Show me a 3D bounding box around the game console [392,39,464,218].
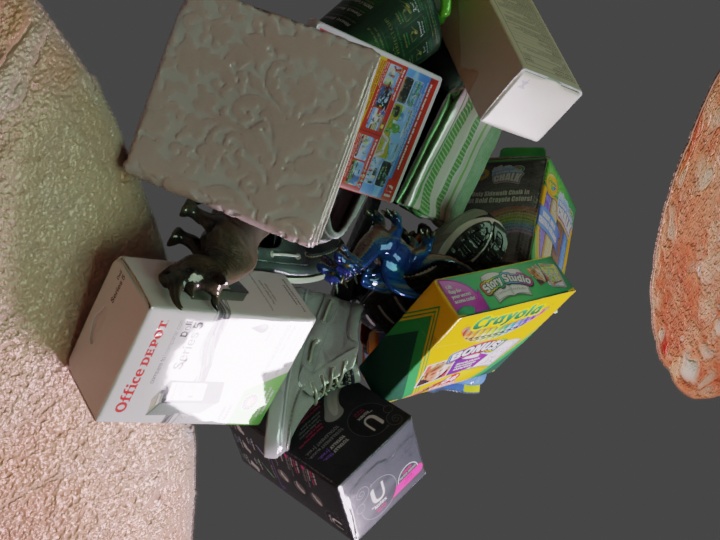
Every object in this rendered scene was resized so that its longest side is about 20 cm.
[{"bbox_3d":[0.063,-0.178,1.446,0.201,0.116,0.176,-63,172,3],"label":"game console"}]

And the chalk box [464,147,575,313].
[{"bbox_3d":[0.190,-0.063,1.552,0.124,0.123,0.202,50,49,-50],"label":"chalk box"}]

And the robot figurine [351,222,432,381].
[{"bbox_3d":[0.052,0.040,1.531,0.144,0.058,0.202,-27,131,-39],"label":"robot figurine"}]

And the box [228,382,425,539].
[{"bbox_3d":[-0.042,0.190,1.396,0.122,0.199,0.107,-40,137,-26],"label":"box"}]

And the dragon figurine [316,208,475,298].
[{"bbox_3d":[0.037,-0.002,1.331,0.199,0.059,0.100,29,73,-40],"label":"dragon figurine"}]

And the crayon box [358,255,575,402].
[{"bbox_3d":[0.121,0.067,1.404,0.199,0.059,0.173,-11,152,-42],"label":"crayon box"}]

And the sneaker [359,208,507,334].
[{"bbox_3d":[0.082,0.002,1.436,0.199,0.079,0.074,-36,114,10],"label":"sneaker"}]

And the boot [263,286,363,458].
[{"bbox_3d":[-0.047,0.114,1.345,0.074,0.095,0.202,104,-4,-63],"label":"boot"}]

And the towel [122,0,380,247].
[{"bbox_3d":[-0.100,-0.144,1.148,0.032,0.198,0.193,-26,137,-81],"label":"towel"}]

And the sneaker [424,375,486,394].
[{"bbox_3d":[0.095,0.108,1.529,0.199,0.066,0.079,8,100,-54],"label":"sneaker"}]

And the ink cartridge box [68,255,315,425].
[{"bbox_3d":[-0.167,0.073,1.226,0.199,0.084,0.146,6,123,-41],"label":"ink cartridge box"}]

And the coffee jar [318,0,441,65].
[{"bbox_3d":[-0.011,-0.222,1.275,0.200,0.085,0.105,-41,136,-24],"label":"coffee jar"}]

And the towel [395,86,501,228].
[{"bbox_3d":[0.107,-0.124,1.408,0.154,0.023,0.200,-65,159,3],"label":"towel"}]

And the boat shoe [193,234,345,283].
[{"bbox_3d":[-0.089,-0.027,1.317,0.199,0.073,0.062,-8,122,-41],"label":"boat shoe"}]

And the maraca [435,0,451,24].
[{"bbox_3d":[0.087,-0.358,1.286,0.106,0.138,0.201,1,130,-1],"label":"maraca"}]

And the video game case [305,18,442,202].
[{"bbox_3d":[-0.007,-0.154,1.236,0.199,0.017,0.144,13,102,-49],"label":"video game case"}]

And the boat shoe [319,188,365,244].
[{"bbox_3d":[-0.008,-0.123,1.324,0.074,0.065,0.203,32,72,-27],"label":"boat shoe"}]

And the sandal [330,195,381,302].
[{"bbox_3d":[0.000,0.000,1.425,0.076,0.048,0.202,-84,-169,-62],"label":"sandal"}]

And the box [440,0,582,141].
[{"bbox_3d":[0.152,-0.245,1.340,0.094,0.201,0.078,15,132,-35],"label":"box"}]

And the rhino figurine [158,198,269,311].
[{"bbox_3d":[-0.136,-0.030,1.188,0.201,0.087,0.060,-68,-176,-48],"label":"rhino figurine"}]
